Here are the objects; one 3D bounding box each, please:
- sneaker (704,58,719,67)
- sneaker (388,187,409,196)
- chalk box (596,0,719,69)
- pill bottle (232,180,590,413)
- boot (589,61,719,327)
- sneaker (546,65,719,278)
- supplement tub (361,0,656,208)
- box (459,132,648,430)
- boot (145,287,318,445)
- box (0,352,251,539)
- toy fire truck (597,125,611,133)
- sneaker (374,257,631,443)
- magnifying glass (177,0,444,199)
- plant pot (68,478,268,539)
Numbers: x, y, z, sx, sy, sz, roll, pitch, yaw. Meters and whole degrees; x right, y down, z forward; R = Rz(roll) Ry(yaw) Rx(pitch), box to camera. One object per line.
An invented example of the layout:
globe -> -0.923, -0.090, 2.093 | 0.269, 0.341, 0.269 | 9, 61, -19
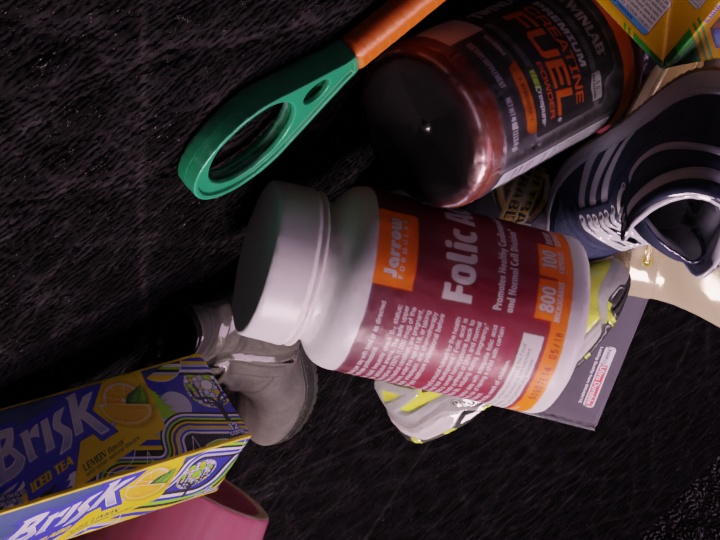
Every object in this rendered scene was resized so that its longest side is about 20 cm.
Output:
sneaker -> 0.260, -0.225, 1.724 | 0.075, 0.116, 0.200 | -14, -150, 25
sneaker -> 0.000, 0.000, 1.681 | 0.200, 0.081, 0.075 | -32, -170, 46
chalk box -> 0.224, -0.216, 1.559 | 0.124, 0.125, 0.200 | -51, 160, 27
pill bottle -> 0.030, 0.013, 1.535 | 0.199, 0.115, 0.114 | 13, 139, -15
boot -> 0.239, -0.061, 1.644 | 0.073, 0.155, 0.201 | -33, 145, -78
sneaker -> 0.169, -0.032, 1.533 | 0.200, 0.070, 0.109 | -46, -152, 51
supplement tub -> 0.101, -0.121, 1.543 | 0.200, 0.107, 0.107 | -30, 160, -39
box -> 0.123, -0.002, 1.732 | 0.158, 0.046, 0.201 | 15, 107, -20
boot -> -0.092, 0.064, 1.657 | 0.130, 0.068, 0.200 | -25, 152, -29
box -> -0.170, 0.114, 1.506 | 0.199, 0.070, 0.064 | -16, 151, -37
toy fire truck -> 0.108, -0.040, 1.801 | 0.200, 0.112, 0.168 | -36, 137, -17
sneaker -> 0.087, 0.042, 1.648 | 0.199, 0.077, 0.076 | -31, -162, 24
magnifying glass -> -0.023, -0.111, 1.434 | 0.200, 0.022, 0.080 | -38, 163, -11
plant pot -> -0.158, 0.208, 1.648 | 0.180, 0.199, 0.200 | -60, 162, 3
